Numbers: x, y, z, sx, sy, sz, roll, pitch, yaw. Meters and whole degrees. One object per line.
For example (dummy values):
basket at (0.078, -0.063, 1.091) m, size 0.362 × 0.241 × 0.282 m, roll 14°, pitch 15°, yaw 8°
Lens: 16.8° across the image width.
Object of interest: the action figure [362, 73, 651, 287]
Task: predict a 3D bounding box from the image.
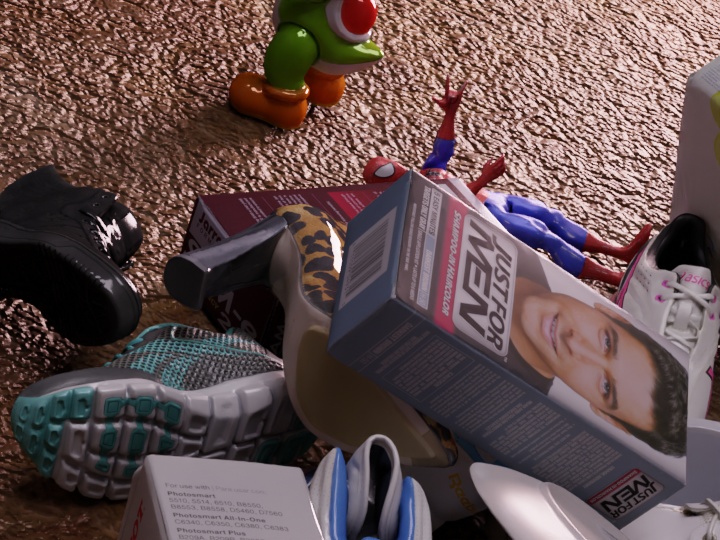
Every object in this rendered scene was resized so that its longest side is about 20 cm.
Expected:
action figure at (0.103, -0.058, 1.627) m, size 0.200 × 0.099 × 0.065 m, roll 15°, pitch 31°, yaw -3°

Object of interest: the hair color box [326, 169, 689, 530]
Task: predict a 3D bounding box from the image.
hair color box at (0.082, 0.044, 1.293) m, size 0.200 × 0.061 × 0.099 m, roll 33°, pitch 40°, yaw -22°

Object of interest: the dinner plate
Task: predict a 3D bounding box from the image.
dinner plate at (0.134, 0.160, 1.222) m, size 0.200 × 0.024 × 0.200 m, roll 42°, pitch 6°, yaw -5°

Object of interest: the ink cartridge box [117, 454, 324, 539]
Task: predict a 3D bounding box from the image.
ink cartridge box at (-0.060, 0.201, 1.100) m, size 0.084 × 0.146 × 0.200 m, roll 5°, pitch 35°, yaw -19°

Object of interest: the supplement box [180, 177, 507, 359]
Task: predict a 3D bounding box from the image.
supplement box at (0.000, 0.000, 1.514) m, size 0.200 × 0.061 × 0.109 m, roll -4°, pitch 38°, yaw -34°

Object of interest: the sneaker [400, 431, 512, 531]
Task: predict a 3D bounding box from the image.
sneaker at (0.054, 0.057, 1.384) m, size 0.081 × 0.077 × 0.200 m, roll -22°, pitch 46°, yaw 17°

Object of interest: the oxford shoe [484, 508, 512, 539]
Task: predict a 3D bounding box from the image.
oxford shoe at (0.081, 0.098, 1.427) m, size 0.075 × 0.071 × 0.200 m, roll -9°, pitch 35°, yaw 14°

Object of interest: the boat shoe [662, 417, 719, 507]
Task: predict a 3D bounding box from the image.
boat shoe at (0.254, 0.133, 1.448) m, size 0.200 × 0.071 × 0.070 m, roll 19°, pitch 17°, yaw -1°

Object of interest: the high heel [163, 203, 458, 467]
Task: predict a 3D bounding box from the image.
high heel at (0.006, 0.031, 1.351) m, size 0.200 × 0.071 × 0.142 m, roll 37°, pitch 32°, yaw 22°

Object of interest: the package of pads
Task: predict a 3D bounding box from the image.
package of pads at (0.269, -0.030, 1.569) m, size 0.068 × 0.200 × 0.155 m, roll -26°, pitch 50°, yaw -24°

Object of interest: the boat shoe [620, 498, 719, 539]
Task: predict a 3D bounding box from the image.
boat shoe at (0.213, 0.155, 1.380) m, size 0.200 × 0.069 × 0.071 m, roll 15°, pitch 33°, yaw -10°

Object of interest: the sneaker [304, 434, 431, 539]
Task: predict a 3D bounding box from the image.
sneaker at (0.002, 0.127, 1.242) m, size 0.080 × 0.147 × 0.200 m, roll 16°, pitch 34°, yaw -5°

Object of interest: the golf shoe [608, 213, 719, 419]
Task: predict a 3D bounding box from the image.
golf shoe at (0.187, 0.040, 1.525) m, size 0.072 × 0.092 × 0.200 m, roll 16°, pitch 34°, yaw -5°

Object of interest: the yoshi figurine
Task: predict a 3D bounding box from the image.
yoshi figurine at (-0.042, -0.206, 1.669) m, size 0.112 × 0.200 × 0.112 m, roll 3°, pitch 36°, yaw -22°

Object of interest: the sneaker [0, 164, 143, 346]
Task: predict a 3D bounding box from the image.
sneaker at (-0.163, -0.013, 1.411) m, size 0.104 × 0.060 × 0.200 m, roll -25°, pitch 27°, yaw -36°

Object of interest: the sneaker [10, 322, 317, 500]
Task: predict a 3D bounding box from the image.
sneaker at (-0.115, 0.070, 1.346) m, size 0.200 × 0.078 × 0.091 m, roll 1°, pitch 32°, yaw -42°
